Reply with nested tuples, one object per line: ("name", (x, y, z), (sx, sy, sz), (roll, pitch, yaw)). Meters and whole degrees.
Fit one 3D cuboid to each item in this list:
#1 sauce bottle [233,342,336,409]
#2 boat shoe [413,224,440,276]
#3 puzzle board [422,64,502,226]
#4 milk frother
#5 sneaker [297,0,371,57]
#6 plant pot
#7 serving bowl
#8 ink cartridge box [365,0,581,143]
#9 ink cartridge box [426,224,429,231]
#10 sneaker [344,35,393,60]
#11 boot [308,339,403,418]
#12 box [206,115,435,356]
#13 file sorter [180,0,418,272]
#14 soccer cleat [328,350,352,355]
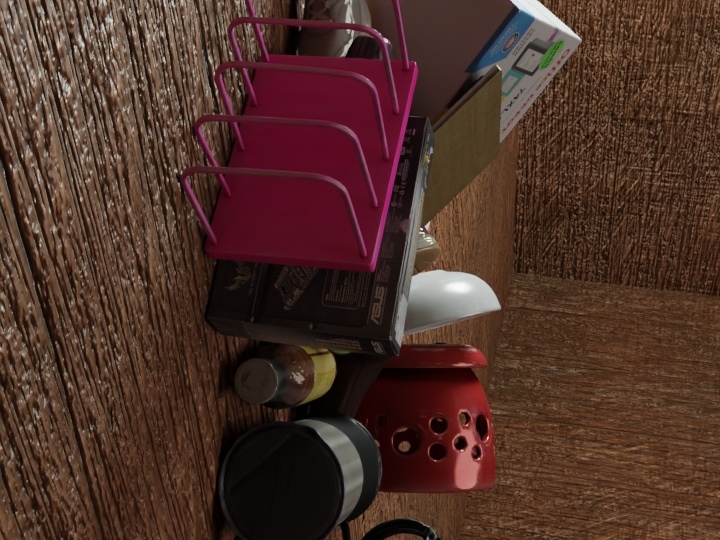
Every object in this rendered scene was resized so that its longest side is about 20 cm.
("sauce bottle", (-0.072, 0.096, 1.240), (0.200, 0.066, 0.066), (12, 85, -77))
("boat shoe", (-0.021, -0.018, 1.233), (0.065, 0.200, 0.072), (63, -33, 28))
("puzzle board", (0.080, -0.107, 1.305), (0.151, 0.017, 0.200), (-44, 163, -9))
("milk frother", (-0.018, 0.233, 1.247), (0.188, 0.200, 0.181), (11, 89, -79))
("sneaker", (-0.033, -0.272, 1.242), (0.092, 0.076, 0.200), (31, 67, -55))
("plant pot", (0.070, 0.185, 1.694), (0.200, 0.200, 0.183), (25, 63, -78))
("serving bowl", (0.065, 0.041, 1.616), (0.200, 0.200, 0.066), (8, 67, -79))
("ink cartridge box", (0.100, -0.233, 1.349), (0.147, 0.146, 0.200), (-52, 160, 18))
("ink cartridge box", (0.031, -0.065, 1.613), (0.200, 0.083, 0.147), (5, 91, -79))
("sneaker", (0.013, -0.156, 1.238), (0.200, 0.079, 0.095), (75, 23, -77))
("boot", (-0.014, 0.140, 1.421), (0.200, 0.072, 0.167), (149, -45, -74))
("box", (-0.031, -0.036, 1.120), (0.048, 0.158, 0.200), (61, 37, -67))
("file sorter", (-0.047, -0.120, 1.048), (0.125, 0.139, 0.200), (72, 26, -58))
("soccer cleat", (0.000, 0.000, 1.322), (0.081, 0.067, 0.200), (81, 16, -61))
